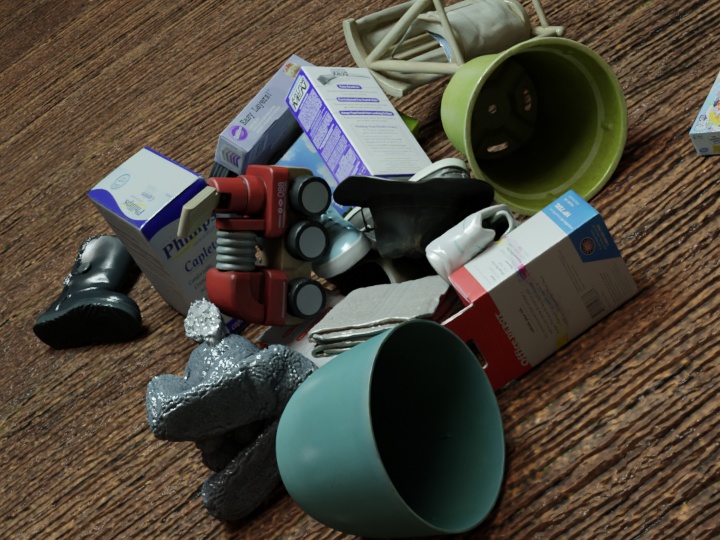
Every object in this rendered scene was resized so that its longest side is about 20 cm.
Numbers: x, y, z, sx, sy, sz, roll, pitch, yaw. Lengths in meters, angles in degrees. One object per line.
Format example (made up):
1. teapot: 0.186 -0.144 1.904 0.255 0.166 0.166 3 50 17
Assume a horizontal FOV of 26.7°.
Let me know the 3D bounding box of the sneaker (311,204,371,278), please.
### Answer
1. sneaker: -0.053 -0.049 1.769 0.074 0.082 0.200 -42 21 -9

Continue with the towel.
1. towel: 0.029 0.042 1.581 0.131 0.035 0.200 -9 11 15

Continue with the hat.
1. hat: 0.057 -0.051 1.680 0.199 0.200 0.082 -4 80 39

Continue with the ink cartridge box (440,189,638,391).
1. ink cartridge box: 0.172 0.026 1.560 0.199 0.117 0.067 -34 33 -2

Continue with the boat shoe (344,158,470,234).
1. boat shoe: 0.049 -0.059 1.824 0.201 0.072 0.061 -34 43 22

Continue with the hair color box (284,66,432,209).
1. hair color box: 0.000 -0.168 1.905 0.201 0.109 0.065 60 135 30

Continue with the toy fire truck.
1. toy fire truck: -0.134 -0.028 1.667 0.199 0.178 0.128 0 6 -33

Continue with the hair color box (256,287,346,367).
1. hair color box: -0.020 0.089 1.703 0.101 0.061 0.199 -44 34 -17

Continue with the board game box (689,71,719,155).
1. board game box: 0.473 -0.188 1.651 0.199 0.034 0.135 -2 43 41

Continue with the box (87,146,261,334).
1. box: -0.224 -0.035 1.921 0.105 0.201 0.184 -41 32 -14

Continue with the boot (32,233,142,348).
1. boot: -0.347 0.017 2.080 0.199 0.076 0.169 -12 41 41

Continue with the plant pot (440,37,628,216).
1. plant pot: 0.183 -0.179 1.780 0.200 0.201 0.184 -37 21 -6

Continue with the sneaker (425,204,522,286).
1. sneaker: 0.147 -0.032 1.633 0.080 0.071 0.200 -43 -12 26

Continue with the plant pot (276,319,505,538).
1. plant pot: 0.017 0.164 1.455 0.160 0.201 0.201 -20 33 39

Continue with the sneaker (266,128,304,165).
1. sneaker: -0.067 -0.143 2.044 0.079 0.075 0.201 21 70 32

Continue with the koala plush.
1. koala plush: -0.134 0.132 1.656 0.183 0.178 0.200 -31 26 -3

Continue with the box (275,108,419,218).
1. box: -0.025 -0.144 1.981 0.121 0.048 0.200 30 62 16

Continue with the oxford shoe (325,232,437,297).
1. oxford shoe: 0.000 0.000 1.769 0.084 0.073 0.199 -14 15 -35

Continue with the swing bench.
1. swing bench: 0.121 -0.314 1.981 0.198 0.131 0.199 -27 8 -41

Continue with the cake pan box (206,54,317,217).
1. cake pan box: -0.137 -0.166 2.044 0.052 0.185 0.200 30 54 9
